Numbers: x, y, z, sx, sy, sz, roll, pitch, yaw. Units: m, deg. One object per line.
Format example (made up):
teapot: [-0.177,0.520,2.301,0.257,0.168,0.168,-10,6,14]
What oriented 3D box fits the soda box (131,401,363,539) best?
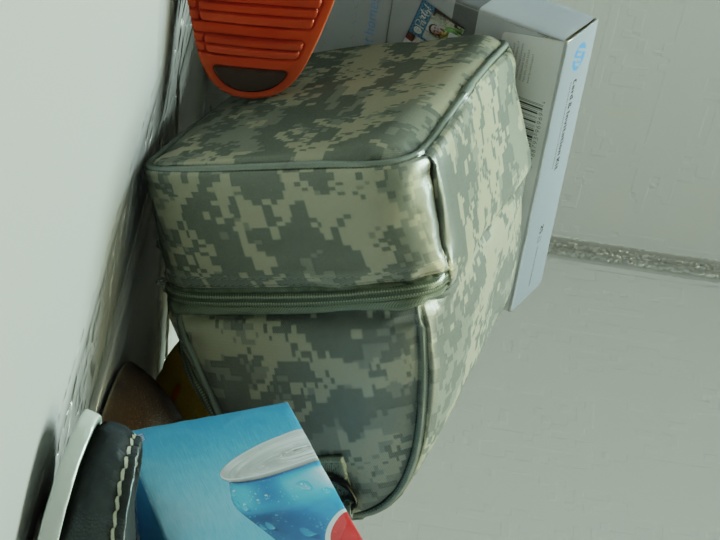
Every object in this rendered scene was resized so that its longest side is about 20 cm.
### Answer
soda box: [-0.028,0.126,0.627,0.200,0.068,0.064,-125,-151,-57]

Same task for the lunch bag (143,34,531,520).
lunch bag: [0.000,0.000,0.818,0.200,0.139,0.168,-53,135,-62]

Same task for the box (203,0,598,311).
box: [0.012,-0.087,0.929,0.041,0.199,0.156,-39,145,-50]

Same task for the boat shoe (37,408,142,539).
boat shoe: [-0.089,0.150,0.610,0.076,0.060,0.201,100,-1,-86]

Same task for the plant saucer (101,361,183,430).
plant saucer: [-0.104,0.141,0.793,0.200,0.032,0.201,-172,-90,-89]

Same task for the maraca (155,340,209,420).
maraca: [-0.054,0.091,0.936,0.200,0.107,0.138,87,-11,-74]

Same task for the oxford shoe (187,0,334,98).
oxford shoe: [-0.037,-0.177,0.790,0.073,0.071,0.201,-98,-164,-73]
